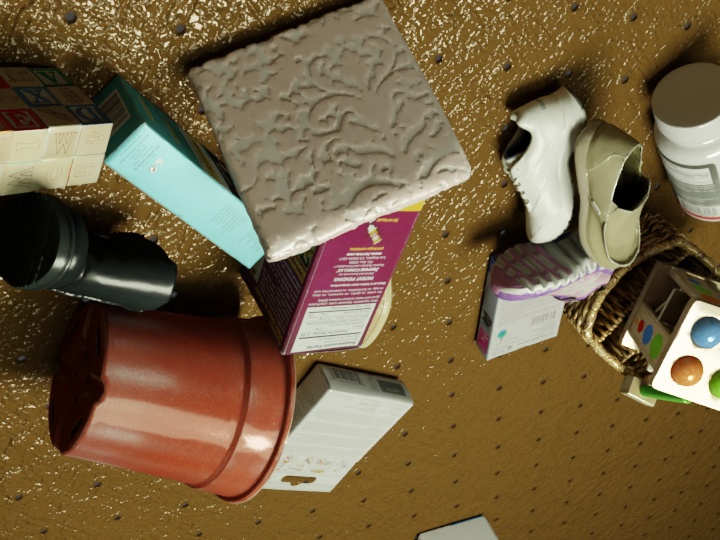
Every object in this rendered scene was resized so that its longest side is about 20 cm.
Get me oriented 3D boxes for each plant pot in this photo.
[{"bbox_3d":[-0.199,0.124,0.923,0.194,0.201,0.202,17,119,-33],"label":"plant pot"}]

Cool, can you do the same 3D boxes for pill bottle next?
[{"bbox_3d":[0.430,-0.158,1.124,0.114,0.114,0.200,-38,139,5],"label":"pill bottle"}]

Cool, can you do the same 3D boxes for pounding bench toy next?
[{"bbox_3d":[0.423,0.120,1.177,0.123,0.156,0.202,18,110,-8],"label":"pounding bench toy"}]

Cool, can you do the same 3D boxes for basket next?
[{"bbox_3d":[0.395,0.036,1.261,0.200,0.149,0.142,-47,138,15],"label":"basket"}]

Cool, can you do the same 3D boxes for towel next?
[{"bbox_3d":[-0.029,-0.127,0.797,0.198,0.192,0.032,-24,169,-13],"label":"towel"}]

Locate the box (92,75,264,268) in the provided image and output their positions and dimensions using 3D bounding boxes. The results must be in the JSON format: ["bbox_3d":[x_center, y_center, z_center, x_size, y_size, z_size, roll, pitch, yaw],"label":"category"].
[{"bbox_3d":[-0.156,-0.084,0.820,0.049,0.082,0.200,-41,140,7],"label":"box"}]

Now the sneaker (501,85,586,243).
[{"bbox_3d":[0.203,-0.117,1.054,0.086,0.075,0.202,-14,127,-13],"label":"sneaker"}]

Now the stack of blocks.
[{"bbox_3d":[-0.303,-0.110,0.669,0.199,0.115,0.059,-15,140,-48],"label":"stack of blocks"}]

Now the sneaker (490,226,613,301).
[{"bbox_3d":[0.249,0.006,1.132,0.198,0.081,0.089,-18,138,-22],"label":"sneaker"}]

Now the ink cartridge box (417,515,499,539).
[{"bbox_3d":[0.158,0.555,1.649,0.144,0.084,0.201,-8,133,-29],"label":"ink cartridge box"}]

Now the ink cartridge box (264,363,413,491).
[{"bbox_3d":[-0.047,0.217,1.220,0.162,0.057,0.200,16,127,-43],"label":"ink cartridge box"}]

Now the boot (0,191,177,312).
[{"bbox_3d":[-0.228,-0.010,0.781,0.167,0.199,0.077,13,81,-40],"label":"boot"}]

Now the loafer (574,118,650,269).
[{"bbox_3d":[0.291,-0.076,1.027,0.076,0.068,0.201,-41,131,-21],"label":"loafer"}]

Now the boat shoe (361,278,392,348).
[{"bbox_3d":[0.000,0.000,1.025,0.064,0.071,0.202,-1,122,-25],"label":"boat shoe"}]

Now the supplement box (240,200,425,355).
[{"bbox_3d":[-0.034,-0.032,0.917,0.102,0.131,0.201,-2,130,-33],"label":"supplement box"}]

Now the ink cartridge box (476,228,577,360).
[{"bbox_3d":[0.224,0.026,1.218,0.118,0.042,0.201,-17,137,-19],"label":"ink cartridge box"}]
